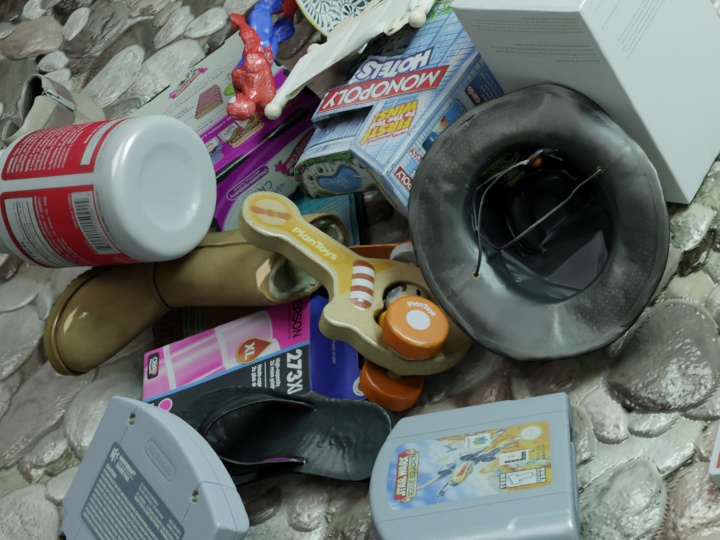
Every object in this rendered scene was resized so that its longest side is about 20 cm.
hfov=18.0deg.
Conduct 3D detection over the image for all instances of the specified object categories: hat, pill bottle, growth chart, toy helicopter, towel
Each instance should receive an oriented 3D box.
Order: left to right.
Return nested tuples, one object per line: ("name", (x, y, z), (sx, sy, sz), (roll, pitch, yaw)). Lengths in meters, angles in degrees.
("pill bottle", (-0.218, -0.059, 1.786), (0.199, 0.112, 0.113), (-3, 49, 42))
("towel", (-0.084, 0.000, 1.829), (0.199, 0.022, 0.147), (-27, 38, 14))
("toy helicopter", (0.000, 0.000, 1.663), (0.199, 0.079, 0.132), (35, 48, 12))
("growth chart", (0.003, -0.190, 1.791), (0.200, 0.018, 0.145), (-30, 17, 40))
("hat", (0.135, -0.027, 1.612), (0.199, 0.081, 0.202), (-4, 79, 22))

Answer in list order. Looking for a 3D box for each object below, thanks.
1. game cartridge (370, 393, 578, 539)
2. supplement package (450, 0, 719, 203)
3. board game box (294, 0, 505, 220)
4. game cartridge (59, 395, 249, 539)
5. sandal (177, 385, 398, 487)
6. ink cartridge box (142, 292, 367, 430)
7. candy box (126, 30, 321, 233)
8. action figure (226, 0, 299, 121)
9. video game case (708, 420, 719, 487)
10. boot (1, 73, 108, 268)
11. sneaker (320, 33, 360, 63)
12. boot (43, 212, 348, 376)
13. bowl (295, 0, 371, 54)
("game cartridge", (0.073, 0.140, 1.459), (0.132, 0.042, 0.200), (-6, 21, 6))
("supplement package", (0.178, -0.160, 1.637), (0.119, 0.200, 0.122), (7, 54, 42))
("board game box", (0.035, -0.118, 1.711), (0.199, 0.062, 0.200), (-7, 43, 43))
("game cartridge", (-0.149, 0.179, 1.639), (0.134, 0.041, 0.200), (-60, 37, 10))
("sandal", (-0.066, 0.117, 1.643), (0.199, 0.048, 0.076), (-5, 75, 30))
("ink cartridge box", (-0.076, 0.078, 1.723), (0.199, 0.037, 0.095), (-19, 48, 20))
("candy box", (-0.107, -0.115, 1.918), (0.136, 0.061, 0.200), (-38, 32, -4))
("action figure", (-0.085, -0.183, 1.871), (0.051, 0.066, 0.201), (-3, 36, 7))
("video game case", (0.309, 0.051, 1.463), (0.142, 0.017, 0.201), (-8, 46, 33))
("boot", (-0.242, -0.073, 1.924), (0.070, 0.146, 0.201), (-35, 33, 20))
("sneaker", (0.003, -0.281, 1.982), (0.074, 0.106, 0.201), (3, 52, 40))
("boot", (-0.131, 0.015, 1.754), (0.199, 0.066, 0.175), (-2, 38, 44))
("bowl", (0.033, -0.285, 1.890), (0.200, 0.201, 0.094), (-28, 34, 12))
